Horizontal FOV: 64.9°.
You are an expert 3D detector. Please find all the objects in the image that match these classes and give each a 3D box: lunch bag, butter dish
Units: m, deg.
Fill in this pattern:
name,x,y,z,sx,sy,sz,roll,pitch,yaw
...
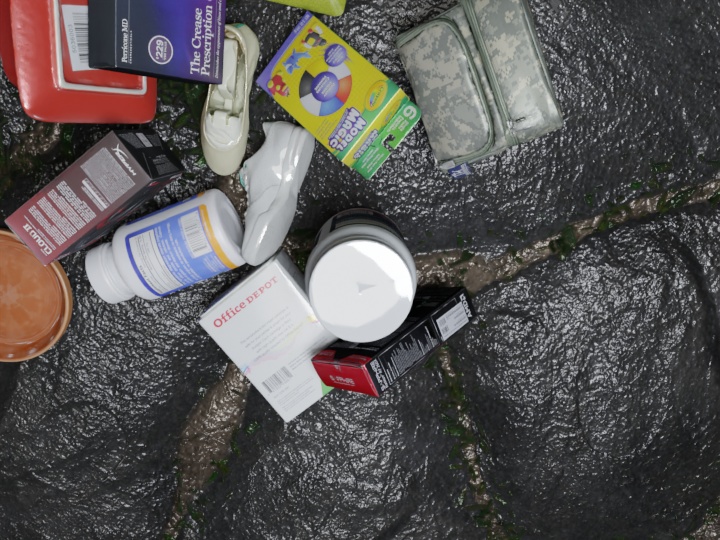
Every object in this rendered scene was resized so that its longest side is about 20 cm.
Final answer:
name,x,y,z,sx,sy,sz,roll,pitch,yaw
lunch bag,0.148,-0.237,0.715,0.167,0.139,0.201,-18,103,23
butter dish,-0.365,-0.290,0.696,0.147,0.199,0.202,12,107,24

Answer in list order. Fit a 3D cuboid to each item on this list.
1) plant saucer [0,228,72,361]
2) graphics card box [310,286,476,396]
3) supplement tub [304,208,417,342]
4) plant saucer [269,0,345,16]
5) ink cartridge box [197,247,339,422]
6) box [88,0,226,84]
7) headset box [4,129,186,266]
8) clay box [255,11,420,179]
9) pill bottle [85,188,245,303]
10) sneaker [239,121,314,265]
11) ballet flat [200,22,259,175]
name,x,y,z,sx,sy,sz,roll,pitch,yaw
plant saucer,-0.525,0.036,0.836,0.198,0.032,0.202,0,105,0
graphics card box,0.046,0.089,0.759,0.199,0.125,0.051,-34,105,-32
supplement tub,0.000,0.000,0.744,0.139,0.200,0.142,0,105,0
plant saucer,-0.100,-0.448,0.706,0.198,0.048,0.202,12,104,-3
ink cartridge box,-0.113,0.092,0.825,0.145,0.088,0.200,-37,103,7
box,-0.233,-0.330,0.657,0.140,0.078,0.202,-8,109,-45
headset box,-0.345,-0.095,0.743,0.199,0.149,0.075,-36,102,7
clay box,-0.029,-0.222,0.723,0.200,0.048,0.115,44,102,18
pill bottle,-0.266,-0.027,0.781,0.198,0.112,0.113,-21,104,6
sneaker,-0.134,-0.108,0.779,0.088,0.075,0.202,18,83,11
ballet flat,-0.180,-0.226,0.754,0.069,0.070,0.202,10,104,-3
